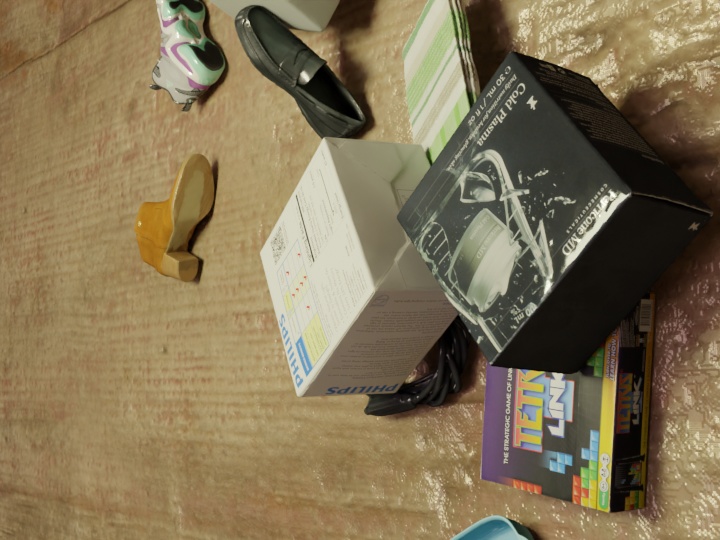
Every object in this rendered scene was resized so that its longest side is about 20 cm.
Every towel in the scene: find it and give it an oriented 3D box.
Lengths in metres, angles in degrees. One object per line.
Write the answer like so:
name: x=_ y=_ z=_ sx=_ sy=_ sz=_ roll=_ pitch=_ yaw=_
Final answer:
towel: x=0.089 y=-0.197 z=1.180 sx=0.149 sy=0.031 sz=0.201 roll=122 pitch=146 yaw=-57

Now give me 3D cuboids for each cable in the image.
cable: x=0.055 y=0.075 z=1.245 sx=0.200 sy=0.051 sz=0.164 roll=-26 pitch=63 yaw=50

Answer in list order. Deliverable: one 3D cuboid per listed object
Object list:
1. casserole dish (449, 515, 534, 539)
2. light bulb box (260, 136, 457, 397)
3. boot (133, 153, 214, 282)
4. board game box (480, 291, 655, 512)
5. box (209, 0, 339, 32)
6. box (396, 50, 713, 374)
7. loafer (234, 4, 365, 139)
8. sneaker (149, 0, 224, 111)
casserole dish: x=0.129 y=0.331 z=1.136 sx=0.200 sy=0.039 sz=0.121 roll=-46 pitch=54 yaw=40
light bulb box: x=0.000 y=0.000 z=1.165 sx=0.200 sy=0.124 sz=0.199 roll=-56 pitch=42 yaw=45
boot: x=-0.290 y=-0.090 z=1.656 sx=0.144 sy=0.071 sz=0.202 roll=25 pitch=112 yaw=46
board game box: x=0.195 y=0.115 z=1.054 sx=0.165 sy=0.057 sz=0.201 roll=2 pitch=89 yaw=50
box: x=-0.109 y=-0.420 z=1.332 sx=0.200 sy=0.171 sz=0.200 roll=19 pitch=80 yaw=51
box: x=0.163 y=-0.048 z=0.977 sx=0.200 sy=0.124 sz=0.197 roll=-56 pitch=47 yaw=28
loafer: x=-0.069 y=-0.241 z=1.324 sx=0.201 sy=0.068 sz=0.070 roll=48 pitch=144 yaw=-17
sneaker: x=-0.285 y=-0.330 z=1.662 sx=0.140 sy=0.078 sz=0.201 roll=-46 pitch=54 yaw=38
